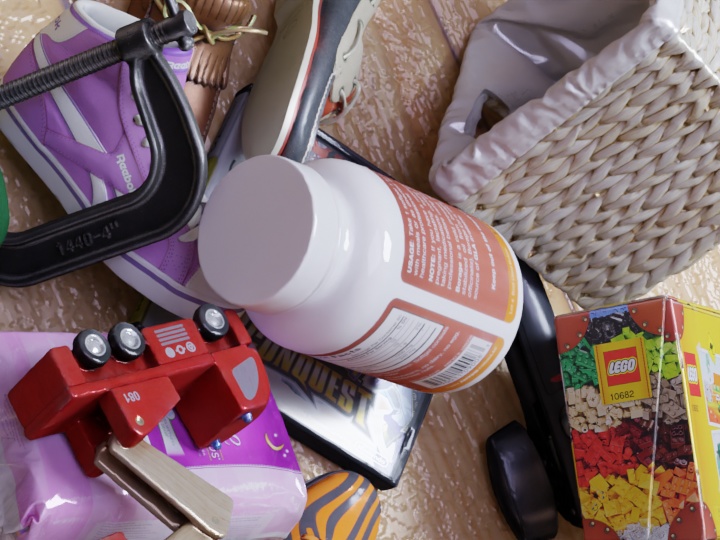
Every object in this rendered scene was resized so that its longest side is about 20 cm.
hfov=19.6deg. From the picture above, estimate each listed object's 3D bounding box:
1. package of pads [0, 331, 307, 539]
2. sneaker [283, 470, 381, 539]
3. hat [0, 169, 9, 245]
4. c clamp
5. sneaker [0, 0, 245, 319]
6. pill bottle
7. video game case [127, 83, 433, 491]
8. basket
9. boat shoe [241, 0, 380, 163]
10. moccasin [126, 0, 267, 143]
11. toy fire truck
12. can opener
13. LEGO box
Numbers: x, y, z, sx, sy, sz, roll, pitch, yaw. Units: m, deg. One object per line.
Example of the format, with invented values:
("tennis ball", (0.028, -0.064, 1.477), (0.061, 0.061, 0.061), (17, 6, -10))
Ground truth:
("package of pads", (-0.131, 0.097, 1.148), (0.199, 0.076, 0.121), (3, 56, -44))
("sneaker", (-0.033, 0.195, 1.209), (0.078, 0.112, 0.201), (44, 61, -13))
("hat", (-0.203, -0.016, 1.118), (0.175, 0.200, 0.166), (37, 82, 0))
("c clamp", (-0.165, -0.086, 1.173), (0.172, 0.199, 0.027), (65, 22, -2))
("sneaker", (-0.117, -0.067, 1.198), (0.201, 0.114, 0.073), (47, 26, 0))
("pill bottle", (0.000, 0.000, 1.208), (0.199, 0.111, 0.113), (22, 66, -51))
("video game case", (-0.028, 0.010, 1.308), (0.199, 0.025, 0.182), (32, 64, -19))
("basket", (0.172, -0.107, 1.324), (0.161, 0.199, 0.199), (43, 34, -19))
("boat shoe", (-0.025, -0.130, 1.300), (0.062, 0.071, 0.201), (33, 44, -23))
("moccasin", (-0.099, -0.159, 1.277), (0.073, 0.078, 0.203), (24, 67, -23))
("toy fire truck", (-0.108, 0.099, 1.065), (0.199, 0.049, 0.142), (-11, 67, -51))
("can opener", (0.116, 0.073, 1.341), (0.078, 0.063, 0.202), (-15, 96, -31))
("LEGO box", (0.199, 0.102, 1.326), (0.200, 0.076, 0.151), (14, 67, -65))
